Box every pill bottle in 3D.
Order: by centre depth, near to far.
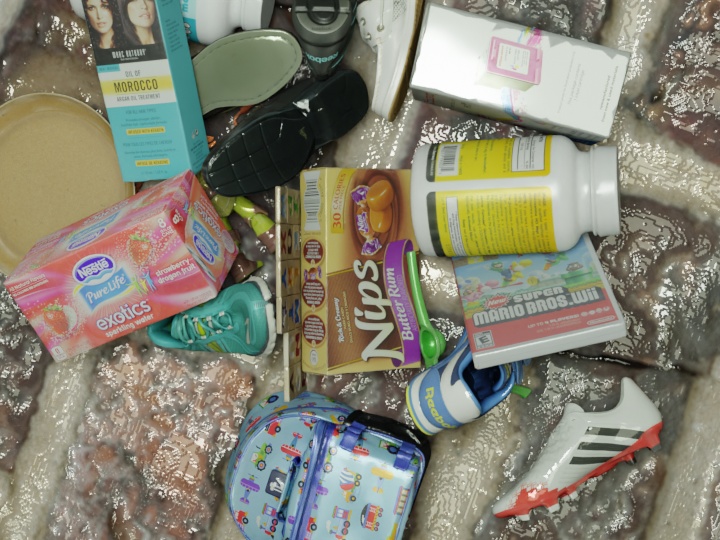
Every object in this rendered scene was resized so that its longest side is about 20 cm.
[{"bbox_3d":[0.154,-0.073,1.161,0.196,0.112,0.115,-2,91,15],"label":"pill bottle"},{"bbox_3d":[-0.187,-0.292,1.198,0.196,0.111,0.113,11,92,4],"label":"pill bottle"}]

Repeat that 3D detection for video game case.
[{"bbox_3d":[0.165,0.017,1.142,0.140,0.201,0.018,-13,120,5],"label":"video game case"}]

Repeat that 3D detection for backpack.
[{"bbox_3d":[-0.044,0.218,1.189,0.197,0.135,0.185,21,92,6],"label":"backpack"}]

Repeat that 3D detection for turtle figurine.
[{"bbox_3d":[-0.137,-0.081,1.221,0.199,0.064,0.162,-38,88,4],"label":"turtle figurine"}]

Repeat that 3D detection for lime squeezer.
[{"bbox_3d":[0.092,0.077,1.190,0.070,0.038,0.201,-42,104,-4],"label":"lime squeezer"}]

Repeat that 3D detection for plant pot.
[{"bbox_3d":[-0.326,-0.084,1.246,0.196,0.027,0.204,1,95,11],"label":"plant pot"}]

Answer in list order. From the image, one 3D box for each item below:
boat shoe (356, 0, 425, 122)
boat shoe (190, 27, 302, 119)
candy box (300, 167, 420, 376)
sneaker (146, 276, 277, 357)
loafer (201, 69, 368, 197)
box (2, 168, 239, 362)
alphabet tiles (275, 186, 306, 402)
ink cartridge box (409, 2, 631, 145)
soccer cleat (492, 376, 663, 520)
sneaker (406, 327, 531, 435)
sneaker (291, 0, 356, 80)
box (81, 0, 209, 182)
[{"bbox_3d":[0.027,-0.253,1.206,0.068,0.071,0.204,10,83,4],"label":"boat shoe"},{"bbox_3d":[-0.143,-0.196,1.196,0.198,0.061,0.072,-21,110,21],"label":"boat shoe"},{"bbox_3d":[0.000,0.000,1.191,0.115,0.056,0.204,-1,90,-33],"label":"candy box"},{"bbox_3d":[-0.144,0.054,1.163,0.079,0.199,0.079,-9,87,-35],"label":"sneaker"},{"bbox_3d":[-0.082,-0.136,1.179,0.199,0.072,0.074,-33,119,-28],"label":"loafer"},{"bbox_3d":[-0.233,-0.004,1.160,0.197,0.095,0.104,-21,113,20],"label":"box"},{"bbox_3d":[-0.064,0.022,1.167,0.007,0.167,0.204,-1,91,7],"label":"alphabet tiles"},{"bbox_3d":[0.149,-0.189,1.157,0.196,0.145,0.086,16,94,4],"label":"ink cartridge box"},{"bbox_3d":[0.213,0.183,1.204,0.198,0.069,0.086,-30,80,1],"label":"soccer cleat"},{"bbox_3d":[0.129,0.085,1.149,0.074,0.082,0.200,53,52,-10],"label":"sneaker"},{"bbox_3d":[-0.038,-0.280,1.185,0.074,0.080,0.203,3,54,4],"label":"sneaker"},{"bbox_3d":[-0.208,-0.191,1.150,0.081,0.049,0.203,-2,112,18],"label":"box"}]
